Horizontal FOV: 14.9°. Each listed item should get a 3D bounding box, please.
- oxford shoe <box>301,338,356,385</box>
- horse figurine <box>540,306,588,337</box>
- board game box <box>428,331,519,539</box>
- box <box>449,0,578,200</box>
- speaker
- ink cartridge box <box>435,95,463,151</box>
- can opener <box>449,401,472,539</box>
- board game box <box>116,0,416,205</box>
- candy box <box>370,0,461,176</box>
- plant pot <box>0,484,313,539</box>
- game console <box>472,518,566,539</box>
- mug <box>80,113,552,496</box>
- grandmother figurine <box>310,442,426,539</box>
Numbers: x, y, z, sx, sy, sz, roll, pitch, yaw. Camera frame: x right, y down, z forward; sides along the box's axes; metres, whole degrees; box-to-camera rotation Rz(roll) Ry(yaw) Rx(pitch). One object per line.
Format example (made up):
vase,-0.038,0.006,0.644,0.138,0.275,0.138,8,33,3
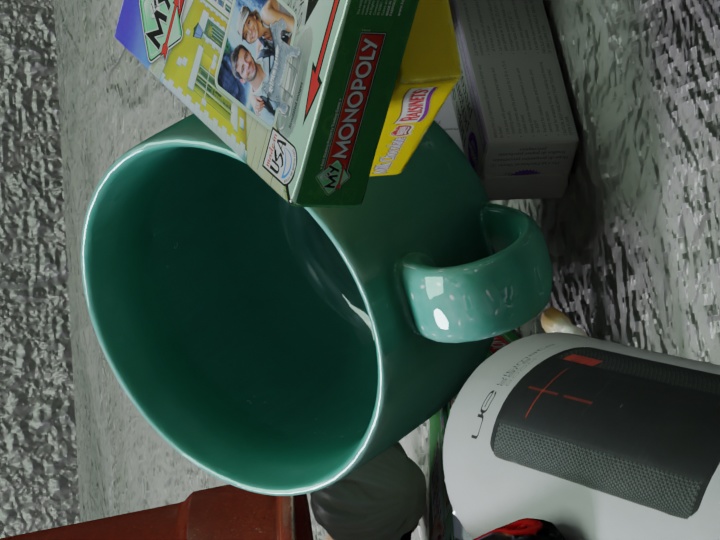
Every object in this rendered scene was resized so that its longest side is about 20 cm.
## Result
oxford shoe,-0.002,0.022,1.255,0.200,0.072,0.085,-44,-40,-79
horse figurine,0.082,0.110,0.987,0.132,0.050,0.200,39,124,44
board game box,0.058,0.129,1.204,0.135,0.029,0.201,-131,40,-73
box,0.051,-0.119,1.155,0.039,0.041,0.200,101,161,-53
speaker,0.097,0.067,0.815,0.200,0.081,0.081,-168,75,-69
ink cartridge box,-0.002,-0.107,1.302,0.200,0.084,0.146,111,153,-63
can opener,0.065,0.140,1.083,0.079,0.063,0.201,-122,31,-81
board game box,-0.018,-0.140,0.899,0.135,0.029,0.200,42,125,47
candy box,-0.002,-0.142,0.966,0.102,0.026,0.201,115,146,-72
plant pot,-0.114,0.192,1.207,0.201,0.195,0.201,-6,-90,-89
game console,0.084,0.170,0.866,0.200,0.031,0.177,54,166,2
mug,-0.006,0.006,1.090,0.185,0.114,0.152,32,129,23
grandmother figurine,0.004,0.119,1.297,0.200,0.060,0.122,77,179,-73
